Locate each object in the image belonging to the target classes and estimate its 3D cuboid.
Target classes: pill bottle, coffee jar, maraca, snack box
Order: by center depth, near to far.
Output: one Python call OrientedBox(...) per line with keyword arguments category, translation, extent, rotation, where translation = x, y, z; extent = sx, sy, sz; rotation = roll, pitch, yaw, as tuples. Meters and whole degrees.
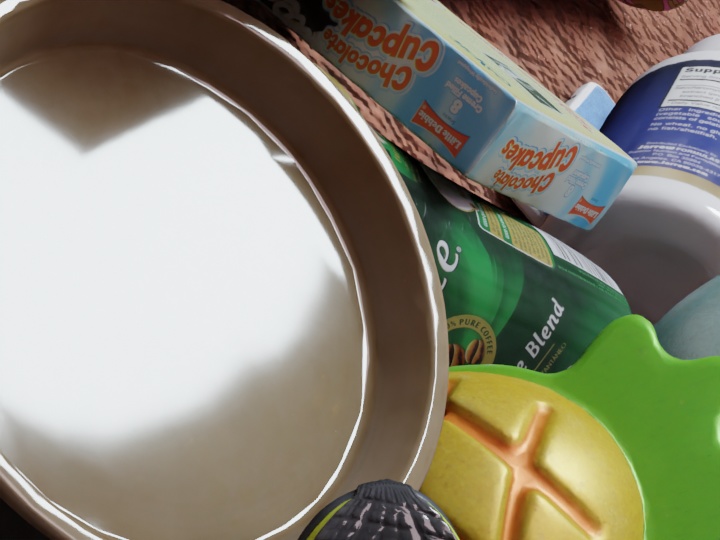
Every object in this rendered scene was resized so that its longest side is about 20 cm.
OrientedBox(category="maraca", translation=(0.045, 0.089, 0.758), extent=(0.107, 0.200, 0.137), rotation=(64, 5, -62))
OrientedBox(category="coffee jar", translation=(0.000, 0.000, 0.831), extent=(0.200, 0.104, 0.085), rotation=(33, 13, -29))
OrientedBox(category="snack box", translation=(0.008, -0.095, 0.886), extent=(0.200, 0.037, 0.116), rotation=(42, 12, 28))
OrientedBox(category="pill bottle", translation=(0.152, -0.031, 1.016), extent=(0.111, 0.111, 0.200), rotation=(50, 35, -10))

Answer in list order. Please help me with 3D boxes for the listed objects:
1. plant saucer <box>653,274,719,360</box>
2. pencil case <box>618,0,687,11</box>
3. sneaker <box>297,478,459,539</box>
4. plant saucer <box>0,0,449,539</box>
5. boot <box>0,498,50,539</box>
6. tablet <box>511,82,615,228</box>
OrientedBox(category="plant saucer", translation=(0.108, 0.092, 0.853), extent=(0.039, 0.201, 0.201), rotation=(12, 45, -2))
OrientedBox(category="pencil case", translation=(0.099, -0.173, 1.113), extent=(0.200, 0.083, 0.087), rotation=(-3, 64, -53))
OrientedBox(category="sneaker", translation=(-0.004, 0.151, 0.678), extent=(0.074, 0.200, 0.081), rotation=(2, 21, -9))
OrientedBox(category="plant saucer", translation=(-0.057, 0.005, 0.687), extent=(0.200, 0.029, 0.201), rotation=(18, 59, -32))
OrientedBox(category="boot", translation=(-0.106, 0.100, 0.669), extent=(0.182, 0.073, 0.200), rotation=(24, 53, -36))
OrientedBox(category="tablet", translation=(0.150, 0.010, 1.089), extent=(0.200, 0.014, 0.130), rotation=(53, 35, -8))
